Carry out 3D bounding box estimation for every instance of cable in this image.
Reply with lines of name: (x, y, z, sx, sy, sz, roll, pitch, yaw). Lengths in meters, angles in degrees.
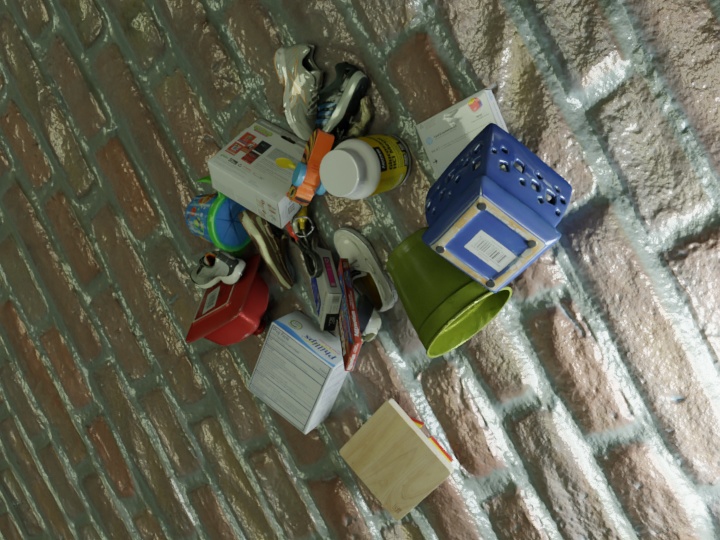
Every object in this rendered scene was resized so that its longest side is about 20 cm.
cable: (-0.129, -0.057, 1.560, 0.097, 0.050, 0.202, -50, 39, 39)

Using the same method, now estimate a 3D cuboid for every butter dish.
butter dish: (-0.278, 0.095, 1.684, 0.198, 0.202, 0.148, -26, 125, 32)

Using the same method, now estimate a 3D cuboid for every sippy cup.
sippy cup: (-0.327, -0.119, 1.669, 0.129, 0.139, 0.181, 11, 88, 39)

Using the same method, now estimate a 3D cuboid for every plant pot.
plant pot: (0.152, 0.026, 1.393, 0.201, 0.199, 0.194, -50, 65, 31)
plant pot: (0.228, -0.093, 1.257, 0.199, 0.181, 0.200, 34, 130, -11)

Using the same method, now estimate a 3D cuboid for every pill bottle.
pill bottle: (0.009, -0.198, 1.397, 0.111, 0.199, 0.114, 9, 108, 28)

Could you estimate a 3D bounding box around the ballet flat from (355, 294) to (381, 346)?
ballet flat: (0.008, 0.110, 1.524, 0.073, 0.073, 0.201, 45, 153, 13)

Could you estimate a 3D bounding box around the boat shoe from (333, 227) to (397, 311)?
boat shoe: (0.000, 0.000, 1.533, 0.071, 0.070, 0.201, -34, 85, 32)

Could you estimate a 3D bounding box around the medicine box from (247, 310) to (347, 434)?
medicine box: (-0.136, 0.228, 1.657, 0.181, 0.103, 0.202, 34, 117, 19)

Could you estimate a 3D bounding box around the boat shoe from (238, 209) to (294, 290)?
boat shoe: (-0.192, -0.055, 1.632, 0.074, 0.075, 0.204, -31, 106, -4)

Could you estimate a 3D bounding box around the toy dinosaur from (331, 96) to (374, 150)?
toy dinosaur: (-0.033, -0.254, 1.474, 0.047, 0.088, 0.201, 44, 120, 25)

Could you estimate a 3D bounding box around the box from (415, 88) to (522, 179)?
box: (0.209, -0.212, 1.368, 0.155, 0.041, 0.202, -23, 92, 32)

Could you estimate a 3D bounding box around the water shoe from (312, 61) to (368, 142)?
water shoe: (-0.058, -0.326, 1.485, 0.079, 0.071, 0.201, 43, 113, 18)

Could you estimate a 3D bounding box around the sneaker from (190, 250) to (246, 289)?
sneaker: (-0.336, -0.010, 1.660, 0.079, 0.075, 0.199, 41, 150, -28)

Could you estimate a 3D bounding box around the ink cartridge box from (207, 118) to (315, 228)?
ink cartridge box: (-0.193, -0.213, 1.565, 0.199, 0.176, 0.084, 31, 149, 20)

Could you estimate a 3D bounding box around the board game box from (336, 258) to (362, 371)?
board game box: (-0.028, 0.087, 1.459, 0.104, 0.019, 0.202, 105, 160, -51)

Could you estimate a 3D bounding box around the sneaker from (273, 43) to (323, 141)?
sneaker: (-0.112, -0.368, 1.502, 0.091, 0.076, 0.203, -11, 98, 28)

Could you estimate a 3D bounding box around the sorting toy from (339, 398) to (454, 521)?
sorting toy: (0.085, 0.402, 1.592, 0.199, 0.069, 0.201, 47, 122, 12)

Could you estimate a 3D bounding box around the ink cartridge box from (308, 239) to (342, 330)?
ink cartridge box: (-0.077, 0.027, 1.545, 0.201, 0.037, 0.096, -111, 28, -52)

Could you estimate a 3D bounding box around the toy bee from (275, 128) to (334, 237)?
toy bee: (-0.115, -0.175, 1.427, 0.131, 0.201, 0.108, 40, 167, -20)
